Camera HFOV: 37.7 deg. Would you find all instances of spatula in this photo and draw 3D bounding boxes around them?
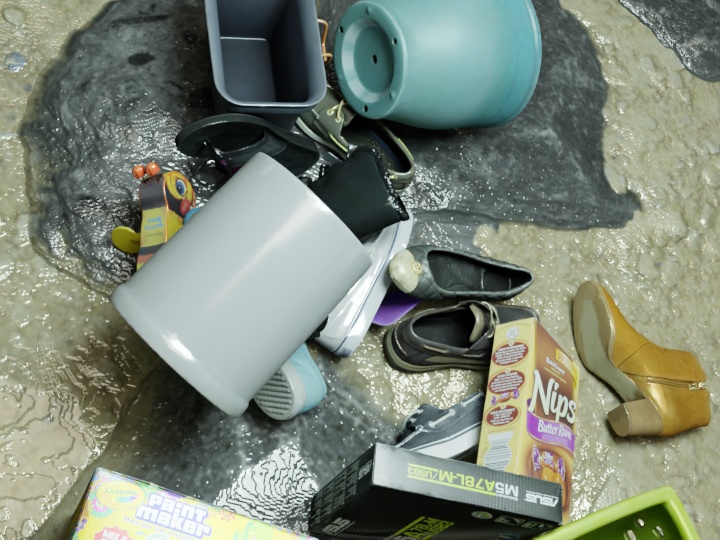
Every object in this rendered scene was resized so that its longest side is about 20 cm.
[{"bbox_3d":[0.090,0.023,1.240,0.199,0.056,0.021,-19,108,-35],"label":"spatula"}]

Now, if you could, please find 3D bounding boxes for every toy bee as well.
[{"bbox_3d":[-0.211,-0.058,1.119,0.130,0.109,0.201,-27,51,14],"label":"toy bee"}]

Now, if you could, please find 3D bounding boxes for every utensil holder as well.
[{"bbox_3d":[-0.112,0.011,1.012,0.170,0.170,0.200,42,84,1],"label":"utensil holder"}]

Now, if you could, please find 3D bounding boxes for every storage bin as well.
[{"bbox_3d":[-0.114,-0.243,1.221,0.145,0.134,0.201,-2,68,-18],"label":"storage bin"}]

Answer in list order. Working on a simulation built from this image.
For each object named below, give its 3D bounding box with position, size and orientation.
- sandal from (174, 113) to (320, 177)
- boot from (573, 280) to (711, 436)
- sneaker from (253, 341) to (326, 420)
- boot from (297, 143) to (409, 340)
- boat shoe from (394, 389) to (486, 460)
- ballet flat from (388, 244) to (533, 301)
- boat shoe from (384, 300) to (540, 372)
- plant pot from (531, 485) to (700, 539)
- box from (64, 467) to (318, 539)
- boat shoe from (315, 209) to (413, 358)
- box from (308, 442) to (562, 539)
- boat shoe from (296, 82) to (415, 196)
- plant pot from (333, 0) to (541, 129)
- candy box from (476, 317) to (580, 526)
[{"bbox_3d":[-0.115,-0.129,1.167,0.200,0.075,0.048,6,55,-49],"label":"sandal"},{"bbox_3d":[0.347,0.104,1.291,0.143,0.071,0.202,-5,72,-30],"label":"boot"},{"bbox_3d":[-0.105,0.070,1.134,0.082,0.074,0.201,-4,60,-55],"label":"sneaker"},{"bbox_3d":[-0.024,-0.037,1.149,0.162,0.073,0.199,-25,54,1],"label":"boot"},{"bbox_3d":[0.074,0.179,1.141,0.199,0.072,0.068,-18,68,-33],"label":"boat shoe"},{"bbox_3d":[0.113,0.000,1.198,0.199,0.057,0.067,3,73,-38],"label":"ballet flat"},{"bbox_3d":[0.128,0.074,1.208,0.199,0.073,0.075,-10,71,-25],"label":"boat shoe"},{"bbox_3d":[0.234,0.354,1.060,0.199,0.182,0.200,-13,73,-26],"label":"plant pot"},{"bbox_3d":[-0.168,0.279,0.931,0.199,0.193,0.123,21,61,-11],"label":"box"},{"bbox_3d":[0.000,0.000,1.193,0.065,0.074,0.201,30,58,-11],"label":"boat shoe"},{"bbox_3d":[0.068,0.235,1.039,0.192,0.200,0.048,13,61,-16],"label":"box"},{"bbox_3d":[-0.012,-0.173,1.273,0.202,0.060,0.072,46,59,3],"label":"boat shoe"},{"bbox_3d":[0.078,-0.255,1.249,0.187,0.200,0.201,-16,73,-36],"label":"plant pot"},{"bbox_3d":[0.185,0.167,1.147,0.117,0.056,0.201,43,45,-38],"label":"candy box"}]
